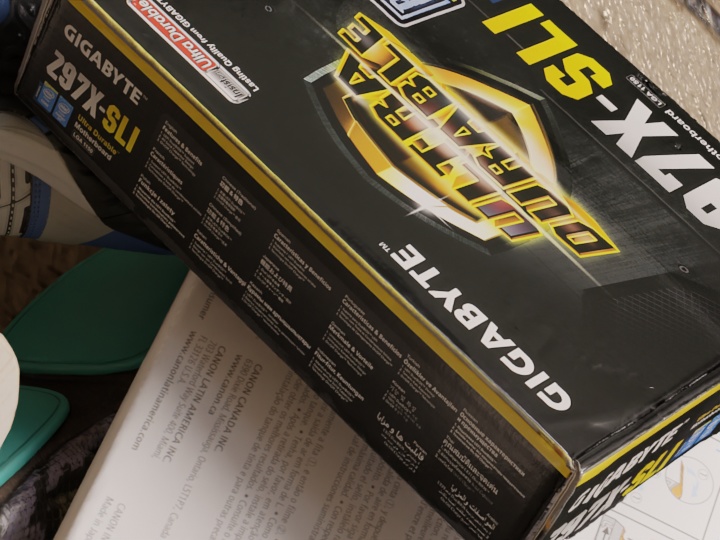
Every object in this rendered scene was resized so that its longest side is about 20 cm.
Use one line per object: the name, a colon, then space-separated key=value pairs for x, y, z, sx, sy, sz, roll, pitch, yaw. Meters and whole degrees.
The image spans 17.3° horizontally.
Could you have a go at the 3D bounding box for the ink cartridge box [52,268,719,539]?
ink cartridge box: x=0.020 y=0.086 z=0.655 sx=0.199 sy=0.050 sz=0.162 roll=28 pitch=57 yaw=-4

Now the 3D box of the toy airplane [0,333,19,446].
toy airplane: x=-0.162 y=0.103 z=0.483 sx=0.198 sy=0.141 sz=0.202 roll=6 pitch=90 yaw=-39

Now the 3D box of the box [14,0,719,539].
box: x=0.026 y=-0.024 z=0.671 sx=0.200 sy=0.049 sz=0.159 roll=44 pitch=39 yaw=18

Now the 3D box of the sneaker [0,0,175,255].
sneaker: x=-0.112 y=-0.049 z=0.700 sx=0.199 sy=0.077 sz=0.076 roll=25 pitch=55 yaw=-42

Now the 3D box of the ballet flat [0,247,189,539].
ballet flat: x=-0.092 y=0.053 z=0.715 sx=0.072 sy=0.072 sz=0.200 roll=62 pitch=32 yaw=-12
